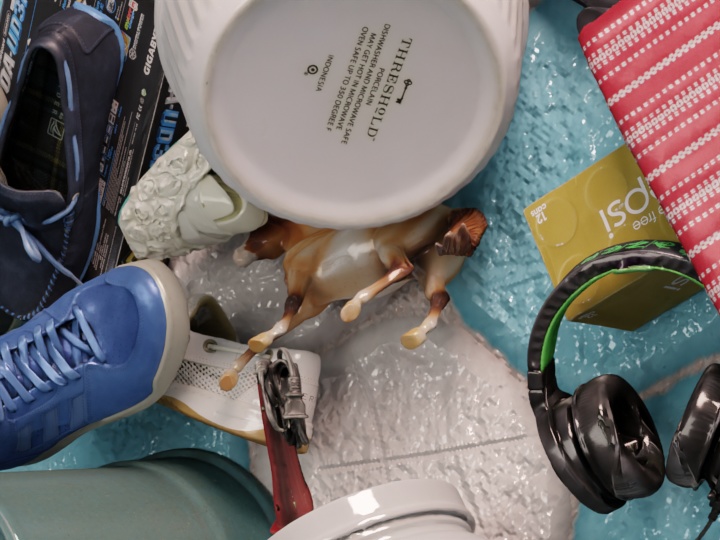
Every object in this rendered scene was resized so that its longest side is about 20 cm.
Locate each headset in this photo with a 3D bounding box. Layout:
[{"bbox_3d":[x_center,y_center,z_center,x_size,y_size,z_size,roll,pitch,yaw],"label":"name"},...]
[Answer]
[{"bbox_3d":[0.145,0.088,1.218,0.123,0.094,0.201,-5,105,21],"label":"headset"}]

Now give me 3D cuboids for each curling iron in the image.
[{"bbox_3d":[-0.036,0.135,1.357,0.050,0.025,0.201,-110,14,-63],"label":"curling iron"}]

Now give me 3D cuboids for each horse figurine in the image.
[{"bbox_3d":[0.000,0.000,1.367,0.199,0.133,0.050,-17,118,37],"label":"horse figurine"}]

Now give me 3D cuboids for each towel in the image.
[{"bbox_3d":[0.199,-0.067,1.169,0.144,0.022,0.201,-35,67,23],"label":"towel"}]

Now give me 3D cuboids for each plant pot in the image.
[{"bbox_3d":[-0.166,0.194,1.403,0.199,0.196,0.201,-6,80,37],"label":"plant pot"}]

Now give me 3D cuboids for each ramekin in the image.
[{"bbox_3d":[-0.007,-0.113,1.300,0.202,0.202,0.094,-48,25,23],"label":"ramekin"}]

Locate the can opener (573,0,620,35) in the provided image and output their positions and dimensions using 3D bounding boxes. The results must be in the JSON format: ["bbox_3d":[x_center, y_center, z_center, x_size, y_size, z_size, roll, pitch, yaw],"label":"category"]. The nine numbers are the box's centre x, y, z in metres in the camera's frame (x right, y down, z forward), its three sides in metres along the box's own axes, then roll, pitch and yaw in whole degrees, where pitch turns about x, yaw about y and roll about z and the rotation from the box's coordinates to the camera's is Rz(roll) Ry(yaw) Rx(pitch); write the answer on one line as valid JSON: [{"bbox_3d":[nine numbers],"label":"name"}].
[{"bbox_3d":[0.135,-0.149,1.299,0.063,0.078,0.200,-51,43,15],"label":"can opener"}]

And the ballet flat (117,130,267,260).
[{"bbox_3d":[-0.059,-0.064,1.418,0.200,0.072,0.072,-43,59,17],"label":"ballet flat"}]

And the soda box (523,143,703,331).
[{"bbox_3d":[0.181,-0.045,1.240,0.200,0.064,0.068,-34,65,31],"label":"soda box"}]

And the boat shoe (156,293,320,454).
[{"bbox_3d":[-0.098,0.047,1.456,0.199,0.071,0.070,18,88,36],"label":"boat shoe"}]

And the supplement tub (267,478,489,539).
[{"bbox_3d":[0.031,0.222,1.270,0.144,0.144,0.201,-37,62,29],"label":"supplement tub"}]

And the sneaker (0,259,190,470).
[{"bbox_3d":[-0.186,0.061,1.399,0.200,0.111,0.077,-33,74,42],"label":"sneaker"}]

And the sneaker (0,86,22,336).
[{"bbox_3d":[-0.265,-0.029,1.524,0.075,0.106,0.201,38,143,39],"label":"sneaker"}]

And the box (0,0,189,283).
[{"bbox_3d":[-0.159,-0.104,1.501,0.159,0.046,0.201,40,127,36],"label":"box"}]

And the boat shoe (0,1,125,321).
[{"bbox_3d":[-0.193,-0.059,1.448,0.084,0.069,0.201,18,117,19],"label":"boat shoe"}]
